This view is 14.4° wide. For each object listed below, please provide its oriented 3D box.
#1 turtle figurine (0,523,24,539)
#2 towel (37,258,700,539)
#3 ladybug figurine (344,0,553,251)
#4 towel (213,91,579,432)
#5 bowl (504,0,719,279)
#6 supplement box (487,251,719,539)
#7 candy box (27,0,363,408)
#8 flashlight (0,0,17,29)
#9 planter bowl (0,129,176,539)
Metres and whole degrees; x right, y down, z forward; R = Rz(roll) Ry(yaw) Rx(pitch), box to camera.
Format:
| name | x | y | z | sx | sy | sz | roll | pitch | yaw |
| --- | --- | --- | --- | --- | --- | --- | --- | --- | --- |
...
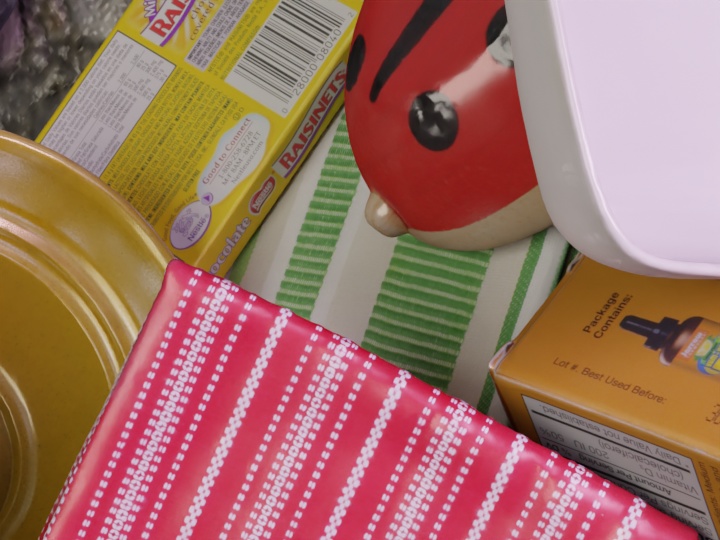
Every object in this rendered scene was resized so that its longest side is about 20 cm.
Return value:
| name | x | y | z | sx | sy | sz | roll | pitch | yaw |
| --- | --- | --- | --- | --- | --- | --- | --- | --- | --- |
| turtle figurine | -0.162 | 0.089 | 1.127 | 0.144 | 0.199 | 0.195 | 140 | 142 | -62 |
| towel | -0.004 | 0.103 | 0.930 | 0.199 | 0.022 | 0.145 | 28 | 102 | 3 |
| ladybug figurine | 0.060 | -0.098 | 0.987 | 0.136 | 0.072 | 0.201 | 35 | 91 | 41 |
| towel | 0.000 | 0.000 | 1.054 | 0.199 | 0.023 | 0.153 | 0 | 63 | 42 |
| bowl | 0.127 | -0.093 | 0.905 | 0.075 | 0.199 | 0.201 | -21 | 76 | 63 |
| supplement box | 0.140 | 0.057 | 0.905 | 0.199 | 0.069 | 0.067 | 22 | 59 | 37 |
| candy box | -0.072 | -0.050 | 1.101 | 0.102 | 0.026 | 0.201 | 32 | 86 | 36 |
| flashlight | -0.227 | -0.063 | 1.245 | 0.200 | 0.068 | 0.068 | -49 | 36 | 28 |
| planter bowl | -0.155 | 0.053 | 1.019 | 0.083 | 0.199 | 0.202 | -45 | 61 | 59 |
